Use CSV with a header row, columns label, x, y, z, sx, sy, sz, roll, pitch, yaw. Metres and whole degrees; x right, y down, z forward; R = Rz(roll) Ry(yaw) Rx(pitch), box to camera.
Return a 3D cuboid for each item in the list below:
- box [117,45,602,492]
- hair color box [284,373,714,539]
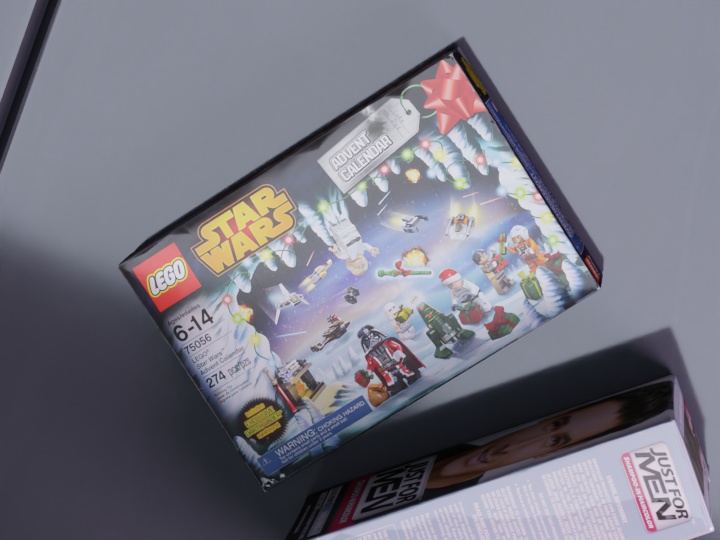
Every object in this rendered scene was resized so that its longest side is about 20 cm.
label,x,y,z,sx,sy,sz,roll,pitch,yaw
box,0.000,0.000,1.215,0.200,0.040,0.137,-32,95,12
hair color box,0.068,0.118,1.200,0.200,0.099,0.061,-19,98,10
